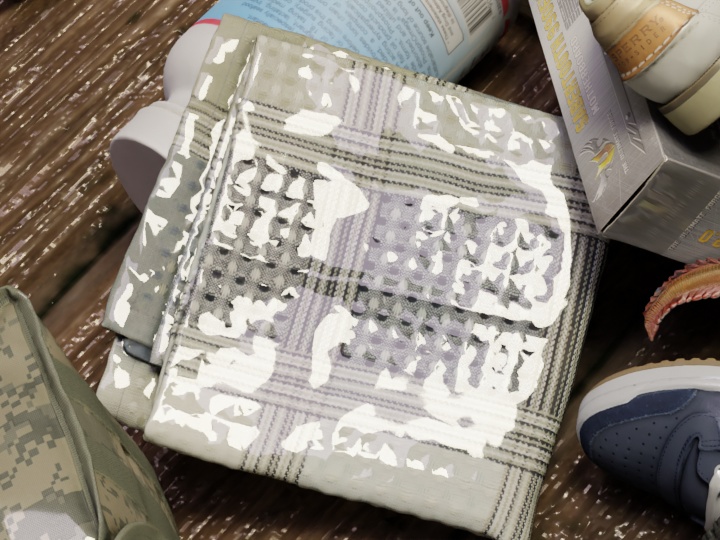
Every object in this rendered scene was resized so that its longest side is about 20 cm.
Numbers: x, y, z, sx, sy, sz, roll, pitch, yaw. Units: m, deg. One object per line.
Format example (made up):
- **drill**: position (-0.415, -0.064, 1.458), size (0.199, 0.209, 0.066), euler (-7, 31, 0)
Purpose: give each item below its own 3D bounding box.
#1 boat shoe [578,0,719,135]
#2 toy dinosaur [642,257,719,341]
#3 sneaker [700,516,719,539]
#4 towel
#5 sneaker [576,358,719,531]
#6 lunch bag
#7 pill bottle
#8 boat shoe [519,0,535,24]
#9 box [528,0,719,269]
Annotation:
- **boat shoe**: position (0.142, -0.139, 0.804), size (0.068, 0.075, 0.200), euler (38, 38, -10)
- **toy dinosaur**: position (0.250, 0.020, 0.771), size (0.199, 0.181, 0.106), euler (-12, 46, 52)
- **sneaker**: position (0.147, 0.133, 0.686), size (0.076, 0.200, 0.091), euler (-9, 53, -47)
- **towel**: position (0.000, 0.000, 0.832), size (0.198, 0.035, 0.194), euler (16, 78, 6)
- **sneaker**: position (0.170, 0.104, 0.751), size (0.198, 0.070, 0.109), euler (10, 53, 18)
- **lunch bag**: position (-0.112, 0.136, 0.734), size (0.117, 0.164, 0.201), euler (-28, 52, -1)
- **pill bottle**: position (-0.023, -0.096, 0.938), size (0.108, 0.109, 0.200), euler (29, 63, 32)
- **boat shoe**: position (0.072, -0.176, 1.003), size (0.199, 0.069, 0.074), euler (24, 60, 29)
- **box**: position (0.157, -0.082, 0.860), size (0.157, 0.048, 0.201), euler (15, 43, -28)
